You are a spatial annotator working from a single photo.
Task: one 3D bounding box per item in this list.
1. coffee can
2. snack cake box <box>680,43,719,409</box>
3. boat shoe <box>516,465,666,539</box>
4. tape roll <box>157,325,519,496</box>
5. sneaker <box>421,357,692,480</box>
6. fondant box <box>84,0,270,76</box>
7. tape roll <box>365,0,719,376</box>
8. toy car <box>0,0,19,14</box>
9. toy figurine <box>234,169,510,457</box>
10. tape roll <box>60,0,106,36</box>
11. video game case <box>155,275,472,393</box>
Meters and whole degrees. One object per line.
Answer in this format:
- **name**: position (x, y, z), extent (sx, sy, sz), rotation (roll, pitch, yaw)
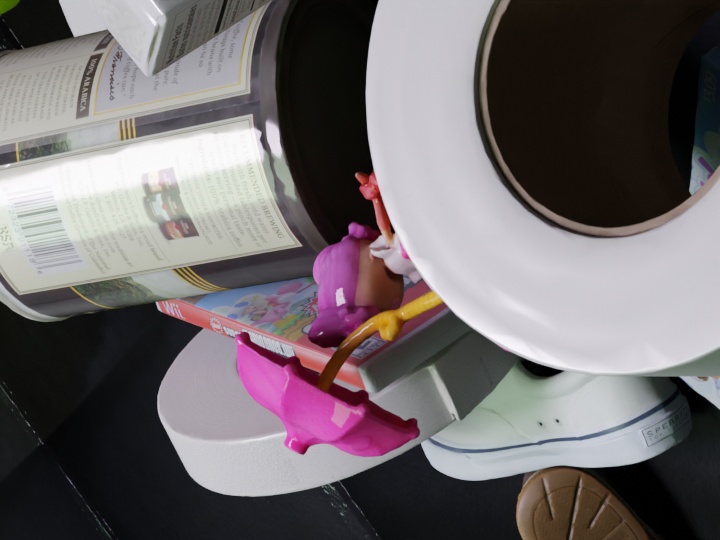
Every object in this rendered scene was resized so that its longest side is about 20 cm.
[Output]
- **coffee can**: position (-0.088, -0.059, 1.258), extent (0.199, 0.147, 0.147), rotation (-9, 119, 29)
- **snack cake box**: position (0.195, -0.005, 1.014), extent (0.115, 0.067, 0.200), rotation (38, 150, 30)
- **boat shoe**: position (0.154, 0.177, 1.339), extent (0.200, 0.072, 0.072), rotation (48, -173, -11)
- **tape roll**: position (-0.009, 0.044, 1.280), extent (0.202, 0.203, 0.037), rotation (11, 132, 56)
- **sneaker**: position (0.095, 0.063, 1.291), extent (0.200, 0.073, 0.071), rotation (-13, 102, 54)
- **fondant box**: position (-0.054, -0.196, 1.055), extent (0.144, 0.200, 0.058), rotation (50, 155, 10)
- **tape roll**: position (0.121, -0.062, 0.875), extent (0.202, 0.139, 0.204), rotation (-3, 86, 36)
- **toy car**: position (-0.280, -0.233, 1.373), extent (0.164, 0.199, 0.158), rotation (119, 141, -59)
- **toy figurine**: position (0.021, -0.002, 1.107), extent (0.184, 0.201, 0.150), rotation (-35, 127, 30)
- **tape roll**: position (-0.102, -0.136, 1.395), extent (0.203, 0.037, 0.203), rotation (41, 151, 28)
- **video game case**: position (0.000, 0.000, 1.276), extent (0.200, 0.143, 0.018), rotation (17, 134, 53)
